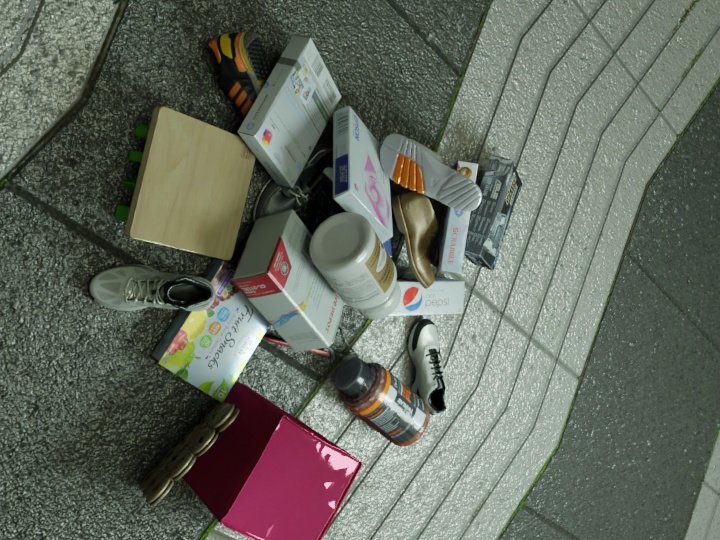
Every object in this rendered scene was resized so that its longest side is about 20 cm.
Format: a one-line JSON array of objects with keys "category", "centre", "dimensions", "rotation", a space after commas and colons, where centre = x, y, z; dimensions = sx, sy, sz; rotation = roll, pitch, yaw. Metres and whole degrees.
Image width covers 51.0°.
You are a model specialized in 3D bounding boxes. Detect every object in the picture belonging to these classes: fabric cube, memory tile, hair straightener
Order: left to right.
[{"category": "memory tile", "centre": [-0.284, 0.295, 1.243], "dimensions": [0.017, 0.153, 0.200], "rotation": [47, 72, -12]}, {"category": "fabric cube", "centre": [-0.157, 0.345, 1.302], "dimensions": [0.199, 0.199, 0.198], "rotation": [39, 78, -30]}, {"category": "hair straightener", "centre": [-0.088, 0.116, 1.405], "dimensions": [0.198, 0.041, 0.078], "rotation": [21, 86, -33]}]

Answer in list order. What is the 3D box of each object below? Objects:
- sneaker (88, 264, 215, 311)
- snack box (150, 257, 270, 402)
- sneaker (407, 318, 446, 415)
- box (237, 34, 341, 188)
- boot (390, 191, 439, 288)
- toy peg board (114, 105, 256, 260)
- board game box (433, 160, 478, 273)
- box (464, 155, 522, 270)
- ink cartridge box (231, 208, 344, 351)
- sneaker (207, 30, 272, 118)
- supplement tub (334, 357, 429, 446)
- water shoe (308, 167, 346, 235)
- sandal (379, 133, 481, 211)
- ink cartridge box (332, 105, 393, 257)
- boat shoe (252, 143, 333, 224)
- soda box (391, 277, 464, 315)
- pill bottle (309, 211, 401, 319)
[{"category": "sneaker", "centre": [-0.323, 0.024, 1.174], "dimensions": [0.197, 0.115, 0.077], "rotation": [4, 83, -14]}, {"category": "snack box", "centre": [-0.244, 0.102, 1.296], "dimensions": [0.142, 0.053, 0.202], "rotation": [38, 76, -32]}, {"category": "sneaker", "centre": [0.147, 0.200, 1.546], "dimensions": [0.073, 0.080, 0.203], "rotation": [-9, 101, -29]}, {"category": "box", "centre": [-0.114, -0.266, 1.278], "dimensions": [0.202, 0.041, 0.156], "rotation": [-65, 152, -17]}, {"category": "boot", "centre": [0.119, -0.056, 1.416], "dimensions": [0.074, 0.074, 0.202], "rotation": [-14, 119, 9]}, {"category": "toy peg board", "centre": [-0.290, -0.139, 1.222], "dimensions": [0.198, 0.097, 0.203], "rotation": [14, 90, -49]}, {"category": "board game box", "centre": [0.181, -0.101, 1.459], "dimensions": [0.040, 0.200, 0.203], "rotation": [8, 92, 1]}, {"category": "box", "centre": [0.269, -0.115, 1.547], "dimensions": [0.203, 0.049, 0.158], "rotation": [-71, 159, -4]}, {"category": "ink cartridge box", "centre": [-0.115, 0.022, 1.297], "dimensions": [0.201, 0.082, 0.147], "rotation": [55, 37, -37]}, {"category": "sneaker", "centre": [-0.194, -0.304, 1.266], "dimensions": [0.070, 0.089, 0.202], "rotation": [-67, 154, -44]}, {"category": "supplement tub", "centre": [0.040, 0.252, 1.468], "dimensions": [0.200, 0.106, 0.108], "rotation": [42, 75, -30]}, {"category": "water shoe", "centre": [-0.054, -0.086, 1.348], "dimensions": [0.078, 0.072, 0.202], "rotation": [-25, 132, -18]}, {"category": "sandal", "centre": [0.127, -0.172, 1.358], "dimensions": [0.205, 0.059, 0.080], "rotation": [33, 113, 8]}, {"category": "ink cartridge box", "centre": [0.018, -0.157, 1.342], "dimensions": [0.200, 0.043, 0.199], "rotation": [41, 37, -45]}, {"category": "boat shoe", "centre": [-0.112, -0.149, 1.336], "dimensions": [0.200, 0.062, 0.073], "rotation": [-49, 119, -17]}, {"category": "soda box", "centre": [0.113, 0.051, 1.510], "dimensions": [0.198, 0.063, 0.069], "rotation": [0, 96, -33]}, {"category": "pill bottle", "centre": [0.000, 0.000, 1.299], "dimensions": [0.115, 0.114, 0.200], "rotation": [-54, 145, -14]}]
